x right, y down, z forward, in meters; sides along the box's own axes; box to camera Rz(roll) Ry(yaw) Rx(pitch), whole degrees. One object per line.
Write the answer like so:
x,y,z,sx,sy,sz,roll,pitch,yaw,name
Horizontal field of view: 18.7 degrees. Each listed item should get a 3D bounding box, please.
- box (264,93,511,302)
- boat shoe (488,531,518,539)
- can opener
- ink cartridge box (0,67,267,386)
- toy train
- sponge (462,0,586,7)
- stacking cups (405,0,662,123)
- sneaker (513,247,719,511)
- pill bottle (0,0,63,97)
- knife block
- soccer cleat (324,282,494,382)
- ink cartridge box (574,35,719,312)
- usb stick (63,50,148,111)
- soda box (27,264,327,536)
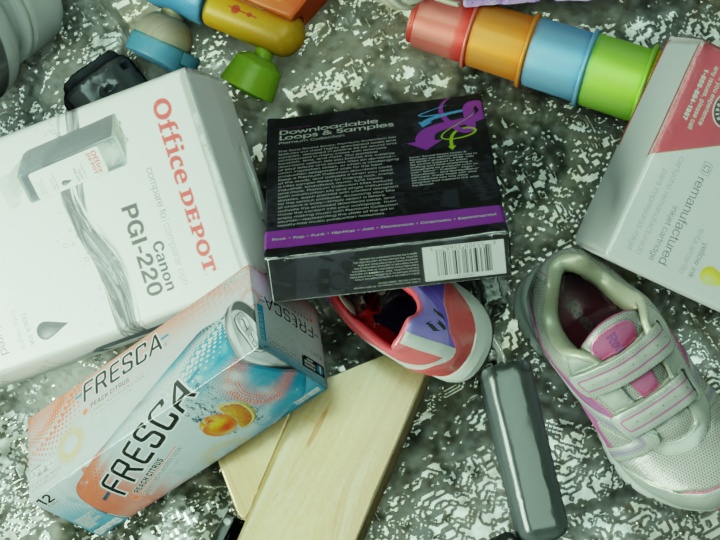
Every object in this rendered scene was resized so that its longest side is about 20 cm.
0.014,-0.048,1.350,0.143,0.200,0.036,-6,119,2,box
0.020,0.202,1.328,0.200,0.074,0.060,-8,79,-27,boat shoe
0.082,0.078,1.387,0.066,0.053,0.200,-17,83,-1,can opener
-0.164,-0.026,1.377,0.200,0.085,0.146,-19,85,10,ink cartridge box
-0.049,-0.159,1.415,0.200,0.085,0.116,25,93,13,toy train
0.163,-0.226,1.395,0.200,0.112,0.030,-4,38,-7,sponge
0.130,-0.138,1.423,0.200,0.061,0.061,20,82,11,stacking cups
0.165,0.066,1.355,0.081,0.088,0.200,-41,73,-4,sneaker
-0.287,-0.132,1.377,0.113,0.113,0.200,40,57,8,pill bottle
-0.020,0.162,1.372,0.200,0.064,0.176,-22,81,-1,knife block
0.000,0.000,1.352,0.200,0.073,0.068,41,107,43,soccer cleat
0.257,-0.038,1.347,0.200,0.083,0.145,24,92,-10,ink cartridge box
-0.119,-0.056,1.429,0.055,0.033,0.200,-38,80,-3,usb stick
-0.115,0.082,1.337,0.200,0.064,0.068,-35,43,26,soda box
